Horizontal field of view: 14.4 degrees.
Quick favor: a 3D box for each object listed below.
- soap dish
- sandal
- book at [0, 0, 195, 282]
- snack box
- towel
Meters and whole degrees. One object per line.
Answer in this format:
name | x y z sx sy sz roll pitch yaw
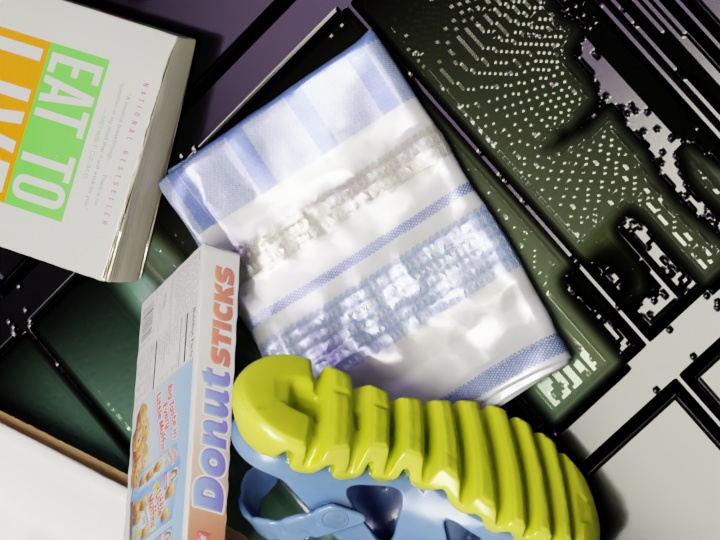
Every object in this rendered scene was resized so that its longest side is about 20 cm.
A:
soap dish | -0.177 0.166 1.462 0.200 0.081 0.158 25 76 15
sandal | 0.021 0.107 1.396 0.200 0.080 0.087 20 128 -10
book | -0.194 -0.086 1.493 0.200 0.048 0.134 18 97 19
snack box | -0.089 0.089 1.403 0.072 0.024 0.200 -40 39 48
towel | 0.000 0.000 1.440 0.147 0.024 0.200 -32 84 18
